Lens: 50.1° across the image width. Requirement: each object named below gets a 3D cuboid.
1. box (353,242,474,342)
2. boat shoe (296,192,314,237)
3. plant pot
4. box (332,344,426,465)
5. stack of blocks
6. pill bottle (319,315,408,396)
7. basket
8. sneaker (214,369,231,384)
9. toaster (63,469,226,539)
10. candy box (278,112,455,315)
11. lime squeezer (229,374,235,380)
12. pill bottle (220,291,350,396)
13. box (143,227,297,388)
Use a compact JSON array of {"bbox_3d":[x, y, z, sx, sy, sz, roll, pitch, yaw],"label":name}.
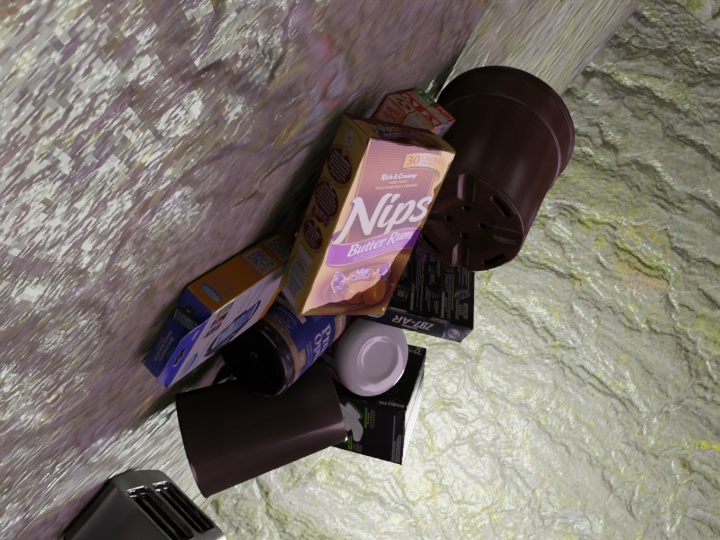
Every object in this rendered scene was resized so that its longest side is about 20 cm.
[{"bbox_3d":[0.077,-0.018,1.043,0.044,0.157,0.204,124,-25,-56],"label":"box"},{"bbox_3d":[-0.045,-0.037,0.863,0.065,0.072,0.202,-41,164,-49],"label":"boat shoe"},{"bbox_3d":[0.157,-0.121,0.984,0.201,0.198,0.200,-56,-176,49],"label":"plant pot"},{"bbox_3d":[-0.007,0.194,1.232,0.149,0.196,0.126,-63,160,-50],"label":"box"},{"bbox_3d":[0.017,-0.111,0.903,0.201,0.058,0.115,-53,173,27],"label":"stack of blocks"},{"bbox_3d":[-0.021,0.100,1.130,0.113,0.113,0.199,-47,-152,-10],"label":"pill bottle"},{"bbox_3d":[-0.126,0.198,1.012,0.196,0.138,0.181,-17,162,-8],"label":"basket"},{"bbox_3d":[-0.182,0.202,1.223,0.070,0.090,0.201,-45,173,-27],"label":"sneaker"},{"bbox_3d":[-0.302,0.383,1.089,0.119,0.199,0.181,-50,166,-2],"label":"toaster"},{"bbox_3d":[0.004,-0.050,0.784,0.115,0.057,0.203,1,122,-38],"label":"candy box"},{"bbox_3d":[-0.126,0.073,1.091,0.200,0.038,0.071,-48,177,-10],"label":"lime squeezer"},{"bbox_3d":[-0.081,0.061,0.992,0.200,0.112,0.112,-42,171,-46],"label":"pill bottle"},{"bbox_3d":[-0.141,0.038,0.788,0.120,0.041,0.199,-53,170,33],"label":"box"}]
